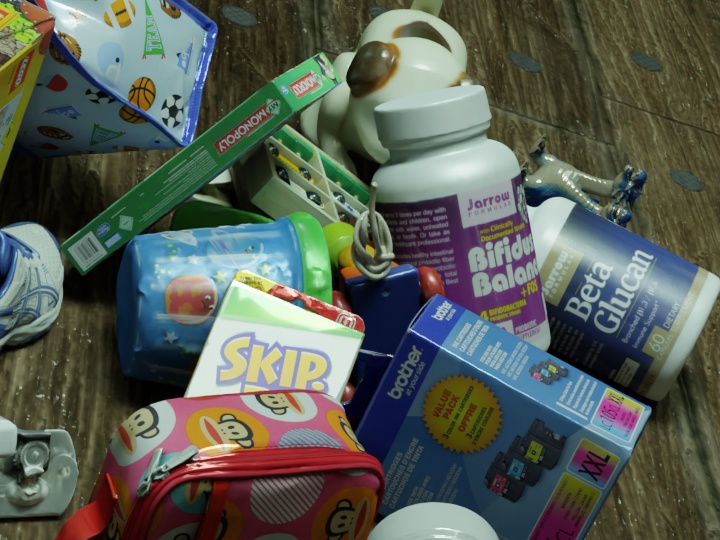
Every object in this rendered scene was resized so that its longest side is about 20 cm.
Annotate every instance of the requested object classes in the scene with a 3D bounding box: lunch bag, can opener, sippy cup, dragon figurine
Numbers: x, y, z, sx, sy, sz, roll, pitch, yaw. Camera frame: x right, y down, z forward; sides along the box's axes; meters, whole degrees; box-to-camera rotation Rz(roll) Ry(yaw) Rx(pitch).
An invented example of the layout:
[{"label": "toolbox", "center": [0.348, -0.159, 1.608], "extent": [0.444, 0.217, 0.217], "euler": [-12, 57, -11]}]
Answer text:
[{"label": "lunch bag", "center": [-0.092, 0.159, 1.169], "extent": [0.175, 0.201, 0.082], "euler": [0, 36, -32]}, {"label": "lunch bag", "center": [-0.229, -0.170, 1.530], "extent": [0.169, 0.125, 0.200], "euler": [-5, -23, 37]}, {"label": "can opener", "center": [-0.263, 0.120, 1.277], "extent": [0.199, 0.054, 0.067], "euler": [2, 4, -33]}, {"label": "sippy cup", "center": [-0.098, 0.027, 1.464], "extent": [0.130, 0.141, 0.178], "euler": [3, 4, -15]}, {"label": "dragon figurine", "center": [0.157, -0.052, 1.784], "extent": [0.099, 0.200, 0.059], "euler": [40, 60, -10]}]

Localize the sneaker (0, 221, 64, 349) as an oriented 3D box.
[{"label": "sneaker", "center": [-0.239, 0.004, 1.426], "extent": [0.075, 0.088, 0.200], "euler": [23, 28, 2]}]

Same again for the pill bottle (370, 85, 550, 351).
[{"label": "pill bottle", "center": [0.069, -0.028, 1.559], "extent": [0.112, 0.201, 0.112], "euler": [-11, 11, 2]}]

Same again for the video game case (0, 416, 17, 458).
[{"label": "video game case", "center": [-0.326, 0.078, 1.234], "extent": [0.199, 0.023, 0.182], "euler": [0, 12, -37]}]

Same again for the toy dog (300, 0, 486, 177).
[{"label": "toy dog", "center": [0.044, -0.138, 1.739], "extent": [0.139, 0.195, 0.200], "euler": [30, 8, -6]}]

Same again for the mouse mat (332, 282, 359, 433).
[{"label": "mouse mat", "center": [0.016, 0.072, 1.589], "extent": [0.160, 0.008, 0.200], "euler": [13, 32, -19]}]

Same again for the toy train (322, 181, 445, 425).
[{"label": "toy train", "center": [0.000, 0.000, 1.494], "extent": [0.084, 0.201, 0.116], "euler": [-15, 34, -16]}]

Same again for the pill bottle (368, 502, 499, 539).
[{"label": "pill bottle", "center": [0.047, 0.230, 1.243], "extent": [0.114, 0.115, 0.200], "euler": [17, 30, -13]}]

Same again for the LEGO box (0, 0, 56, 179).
[{"label": "LEGO box", "center": [-0.287, -0.074, 1.403], "extent": [0.077, 0.201, 0.149], "euler": [26, 29, 3]}]

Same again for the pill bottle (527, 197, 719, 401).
[{"label": "pill bottle", "center": [0.173, 0.011, 1.696], "extent": [0.199, 0.111, 0.111], "euler": [27, 29, 6]}]

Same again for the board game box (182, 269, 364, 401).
[{"label": "board game box", "center": [-0.068, 0.096, 1.358], "extent": [0.095, 0.030, 0.201], "euler": [22, 62, -4]}]

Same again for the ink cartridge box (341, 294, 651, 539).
[{"label": "ink cartridge box", "center": [0.072, 0.112, 1.431], "extent": [0.199, 0.137, 0.076], "euler": [29, 24, 8]}]

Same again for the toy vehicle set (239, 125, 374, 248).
[{"label": "toy vehicle set", "center": [-0.011, -0.040, 1.644], "extent": [0.200, 0.027, 0.124], "euler": [36, 19, -29]}]

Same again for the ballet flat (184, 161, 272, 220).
[{"label": "ballet flat", "center": [-0.098, -0.038, 1.626], "extent": [0.067, 0.068, 0.200], "euler": [5, 32, -17]}]

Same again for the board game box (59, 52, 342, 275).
[{"label": "board game box", "center": [-0.111, -0.078, 1.528], "extent": [0.029, 0.200, 0.135], "euler": [53, 20, -3]}]
